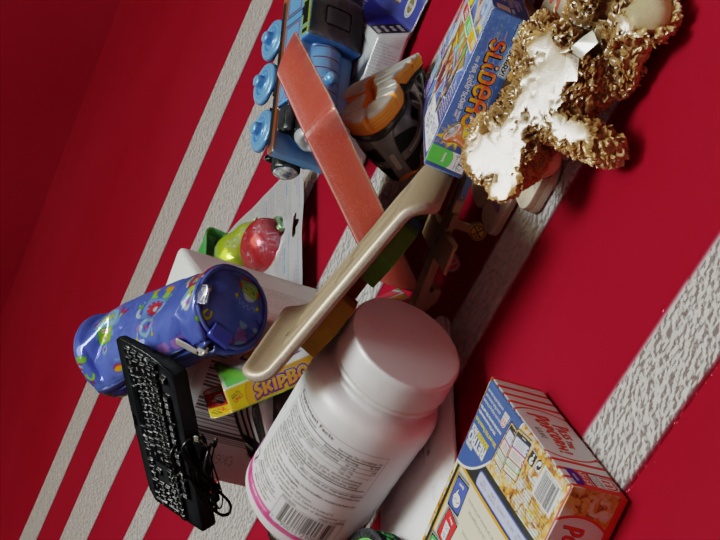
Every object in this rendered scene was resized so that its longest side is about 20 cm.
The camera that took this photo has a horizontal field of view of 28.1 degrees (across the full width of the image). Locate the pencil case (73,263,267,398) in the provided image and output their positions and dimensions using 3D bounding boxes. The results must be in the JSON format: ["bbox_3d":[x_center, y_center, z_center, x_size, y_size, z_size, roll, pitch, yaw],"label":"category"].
[{"bbox_3d":[-0.169,0.056,1.258,0.199,0.078,0.087,-21,33,40],"label":"pencil case"}]

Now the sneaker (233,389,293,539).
[{"bbox_3d":[-0.037,0.176,1.306,0.075,0.115,0.202,25,134,52],"label":"sneaker"}]

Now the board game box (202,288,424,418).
[{"bbox_3d":[-0.043,0.070,1.237,0.096,0.198,0.030,-141,27,-75],"label":"board game box"}]

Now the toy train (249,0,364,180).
[{"bbox_3d":[-0.056,-0.195,1.485,0.114,0.086,0.203,-27,52,54],"label":"toy train"}]

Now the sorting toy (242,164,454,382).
[{"bbox_3d":[0.000,0.000,1.139,0.200,0.036,0.185,-45,5,17],"label":"sorting toy"}]

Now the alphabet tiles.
[{"bbox_3d":[0.134,-0.137,1.166,0.201,0.014,0.197,-105,36,-54],"label":"alphabet tiles"}]

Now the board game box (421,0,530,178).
[{"bbox_3d":[0.092,-0.172,1.196,0.200,0.034,0.137,-85,18,-67],"label":"board game box"}]

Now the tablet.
[{"bbox_3d":[0.044,0.151,1.189,0.130,0.014,0.202,128,150,-46],"label":"tablet"}]

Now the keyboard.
[{"bbox_3d":[-0.167,0.154,1.242,0.040,0.103,0.202,-44,-37,-37],"label":"keyboard"}]

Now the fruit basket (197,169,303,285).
[{"bbox_3d":[-0.116,-0.002,1.639,0.199,0.093,0.187,-36,40,35],"label":"fruit basket"}]

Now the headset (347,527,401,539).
[{"bbox_3d":[-0.023,0.299,1.139,0.124,0.093,0.202,-131,59,-66],"label":"headset"}]

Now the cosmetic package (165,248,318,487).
[{"bbox_3d":[-0.112,0.099,1.410,0.167,0.163,0.200,-69,22,10],"label":"cosmetic package"}]

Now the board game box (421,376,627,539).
[{"bbox_3d":[0.094,0.198,0.982,0.202,0.046,0.152,-68,22,17],"label":"board game box"}]

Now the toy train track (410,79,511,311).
[{"bbox_3d":[0.092,-0.059,1.176,0.115,0.032,0.202,-109,38,-71],"label":"toy train track"}]

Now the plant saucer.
[{"bbox_3d":[-0.018,-0.094,1.305,0.036,0.201,0.200,-26,30,0],"label":"plant saucer"}]

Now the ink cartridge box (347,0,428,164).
[{"bbox_3d":[-0.004,-0.231,1.547,0.202,0.040,0.200,-68,22,16],"label":"ink cartridge box"}]

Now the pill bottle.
[{"bbox_3d":[-0.006,0.125,1.158,0.201,0.112,0.114,-58,26,35],"label":"pill bottle"}]

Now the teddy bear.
[{"bbox_3d":[0.154,-0.135,1.036,0.144,0.066,0.202,33,105,39],"label":"teddy bear"}]

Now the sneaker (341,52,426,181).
[{"bbox_3d":[0.030,-0.142,1.335,0.078,0.078,0.200,-26,17,20],"label":"sneaker"}]
